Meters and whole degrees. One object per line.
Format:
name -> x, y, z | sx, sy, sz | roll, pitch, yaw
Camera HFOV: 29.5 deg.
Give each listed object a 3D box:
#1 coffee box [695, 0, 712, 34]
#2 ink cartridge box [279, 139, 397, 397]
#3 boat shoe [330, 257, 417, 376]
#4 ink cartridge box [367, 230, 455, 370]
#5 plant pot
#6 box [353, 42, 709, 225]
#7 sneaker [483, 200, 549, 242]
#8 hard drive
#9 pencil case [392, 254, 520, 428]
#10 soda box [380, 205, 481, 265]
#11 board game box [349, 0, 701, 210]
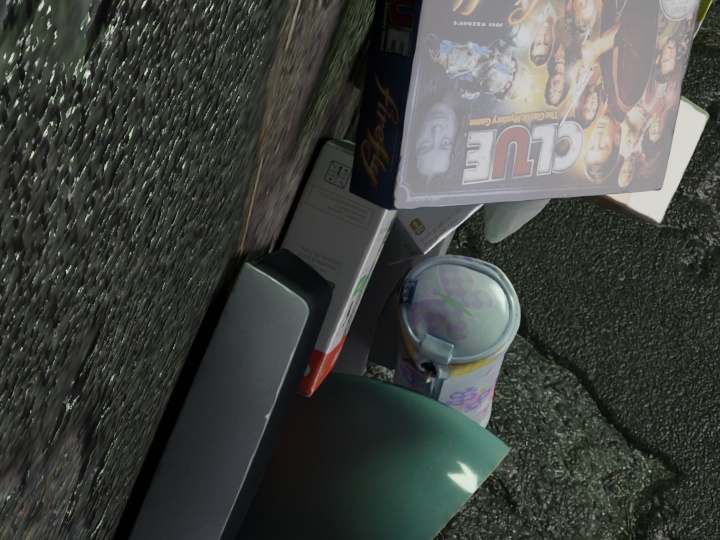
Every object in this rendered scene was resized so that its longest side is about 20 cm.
coffee box -> 0.226, -0.336, 1.131 | 0.200, 0.199, 0.198 | -60, 172, -57
ink cartridge box -> -0.030, 0.025, 0.793 | 0.109, 0.050, 0.200 | -42, 155, -82
boat shoe -> 0.000, 0.000, 0.974 | 0.066, 0.072, 0.200 | -103, -151, -72
ink cartridge box -> 0.035, -0.043, 1.083 | 0.145, 0.083, 0.200 | -61, 173, -62
plant pot -> -0.017, 0.146, 0.908 | 0.200, 0.135, 0.200 | -46, 172, -8
box -> 0.104, -0.099, 0.794 | 0.200, 0.095, 0.078 | 20, 94, -42
sneaker -> 0.130, -0.106, 1.030 | 0.200, 0.075, 0.089 | -61, 176, -36
hard drive -> -0.069, 0.090, 0.673 | 0.135, 0.042, 0.200 | -35, 148, -83
pencil case -> 0.064, 0.067, 0.991 | 0.200, 0.083, 0.091 | 92, 9, -65
soda box -> 0.081, -0.089, 0.903 | 0.200, 0.064, 0.068 | -41, -172, -19
board game box -> 0.090, -0.104, 0.693 | 0.200, 0.035, 0.136 | -7, 113, -38
